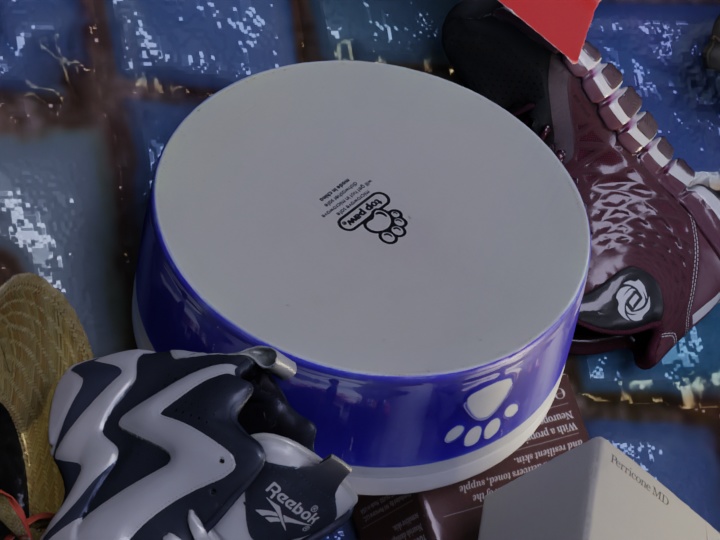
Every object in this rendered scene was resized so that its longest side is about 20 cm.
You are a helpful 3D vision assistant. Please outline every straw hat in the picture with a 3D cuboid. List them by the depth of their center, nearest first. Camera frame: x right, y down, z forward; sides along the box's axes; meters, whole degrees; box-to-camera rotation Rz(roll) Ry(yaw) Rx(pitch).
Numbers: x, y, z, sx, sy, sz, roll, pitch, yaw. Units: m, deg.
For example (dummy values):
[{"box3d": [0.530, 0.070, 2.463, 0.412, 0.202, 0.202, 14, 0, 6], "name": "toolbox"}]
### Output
[{"box3d": [-0.172, 0.104, 1.249, 0.085, 0.201, 0.201, -5, 69, 15], "name": "straw hat"}]

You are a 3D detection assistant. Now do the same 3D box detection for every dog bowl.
[{"box3d": [0.000, 0.000, 1.332, 0.200, 0.079, 0.200, 6, 46, -6], "name": "dog bowl"}]

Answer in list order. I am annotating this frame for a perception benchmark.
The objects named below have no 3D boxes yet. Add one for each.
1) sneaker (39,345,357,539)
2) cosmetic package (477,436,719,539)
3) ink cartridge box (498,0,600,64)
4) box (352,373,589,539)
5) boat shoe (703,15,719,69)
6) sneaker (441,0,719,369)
[{"box3d": [-0.062, 0.118, 1.209, 0.079, 0.130, 0.199, 40, 44, -44], "name": "sneaker"}, {"box3d": [0.098, 0.181, 1.237, 0.104, 0.073, 0.200, 38, 40, -25], "name": "cosmetic package"}, {"box3d": [0.074, -0.207, 1.461, 0.161, 0.050, 0.200, 38, 30, -10], "name": "ink cartridge box"}, {"box3d": [0.071, 0.157, 1.361, 0.100, 0.075, 0.200, -14, 80, -30], "name": "box"}, {"box3d": [0.263, -0.085, 1.540, 0.202, 0.072, 0.060, 31, 94, -24], "name": "boat shoe"}, {"box3d": [0.095, -0.033, 1.442, 0.200, 0.076, 0.116, 44, 62, -6], "name": "sneaker"}]
